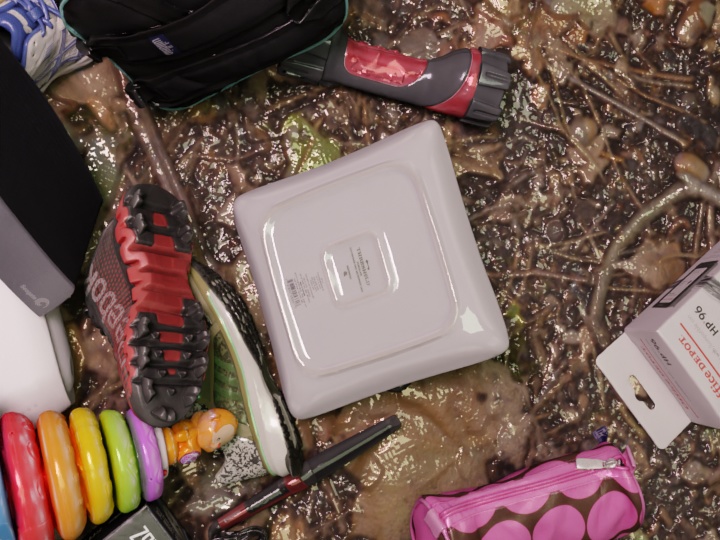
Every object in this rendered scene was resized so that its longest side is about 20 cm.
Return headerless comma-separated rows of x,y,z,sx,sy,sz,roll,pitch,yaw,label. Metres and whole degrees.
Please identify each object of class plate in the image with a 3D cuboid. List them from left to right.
0.000,0.000,0.755,0.197,0.032,0.203,-19,82,14,plate

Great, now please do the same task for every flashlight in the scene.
0.031,-0.182,0.803,0.197,0.068,0.069,15,85,-11,flashlight

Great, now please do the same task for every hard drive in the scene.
-0.256,-0.078,0.666,0.042,0.201,0.136,-10,45,14,hard drive

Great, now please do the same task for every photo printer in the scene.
-0.321,0.043,0.722,0.164,0.069,0.204,-15,90,-11,photo printer

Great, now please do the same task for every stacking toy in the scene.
-0.185,0.143,0.690,0.197,0.117,0.111,-11,50,-23,stacking toy

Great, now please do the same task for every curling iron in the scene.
-0.047,0.187,0.791,0.199,0.026,0.050,-37,103,-11,curling iron

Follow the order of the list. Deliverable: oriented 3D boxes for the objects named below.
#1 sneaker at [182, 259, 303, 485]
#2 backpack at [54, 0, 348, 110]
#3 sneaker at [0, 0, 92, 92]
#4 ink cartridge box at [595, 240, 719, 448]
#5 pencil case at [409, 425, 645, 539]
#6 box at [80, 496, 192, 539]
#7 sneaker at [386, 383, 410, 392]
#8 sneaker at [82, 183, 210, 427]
-0.121,0.090,0.763,0.087,0.077,0.203,-23,87,2,sneaker
-0.112,-0.233,0.704,0.197,0.176,0.156,-13,65,15,backpack
-0.257,-0.192,0.739,0.075,0.088,0.201,37,80,-5,sneaker
0.330,0.063,0.848,0.199,0.068,0.117,-40,94,-10,ink cartridge box
0.143,0.207,0.792,0.197,0.094,0.092,-16,60,-13,pencil case
-0.174,0.307,0.728,0.163,0.086,0.201,-38,95,-10,box
0.026,0.003,0.800,0.078,0.074,0.204,4,82,4,sneaker
-0.171,0.036,0.719,0.070,0.098,0.203,16,50,-41,sneaker
